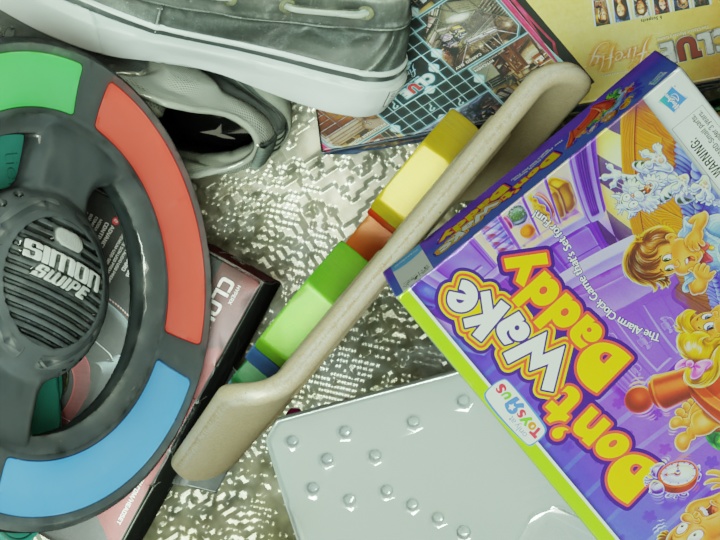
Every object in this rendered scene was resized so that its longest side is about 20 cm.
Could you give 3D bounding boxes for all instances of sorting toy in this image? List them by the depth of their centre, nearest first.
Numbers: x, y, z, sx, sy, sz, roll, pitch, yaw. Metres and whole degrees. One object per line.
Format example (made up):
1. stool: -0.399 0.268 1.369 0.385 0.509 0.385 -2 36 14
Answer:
1. sorting toy: 0.000 0.000 1.085 0.036 0.185 0.200 44 73 2

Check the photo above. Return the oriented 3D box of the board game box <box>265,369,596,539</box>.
1. board game box: 0.084 0.124 1.054 0.200 0.026 0.200 -15 105 7

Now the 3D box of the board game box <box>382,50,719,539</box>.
1. board game box: 0.124 0.038 0.986 0.134 0.045 0.200 -39 103 4

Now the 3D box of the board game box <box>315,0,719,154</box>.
1. board game box: 0.069 -0.133 1.149 0.200 0.035 0.136 -8 88 24

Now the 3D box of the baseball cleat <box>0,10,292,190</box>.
1. baseball cleat: -0.130 -0.090 1.158 0.200 0.106 0.070 13 109 6

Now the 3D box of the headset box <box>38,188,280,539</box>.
1. headset box: -0.141 0.032 1.172 0.200 0.075 0.149 28 92 4

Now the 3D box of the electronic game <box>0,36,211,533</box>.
1. electronic game: -0.133 0.006 1.050 0.042 0.200 0.200 -4 88 42

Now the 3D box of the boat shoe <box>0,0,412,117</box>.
1. boat shoe: -0.071 -0.129 1.130 0.200 0.072 0.071 14 120 -2

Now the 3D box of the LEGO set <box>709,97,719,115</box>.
1. LEGO set: 0.156 -0.012 1.107 0.154 0.200 0.116 -20 92 -15

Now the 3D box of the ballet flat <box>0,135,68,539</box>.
1. ballet flat: -0.166 0.020 1.112 0.064 0.076 0.200 -4 85 36
